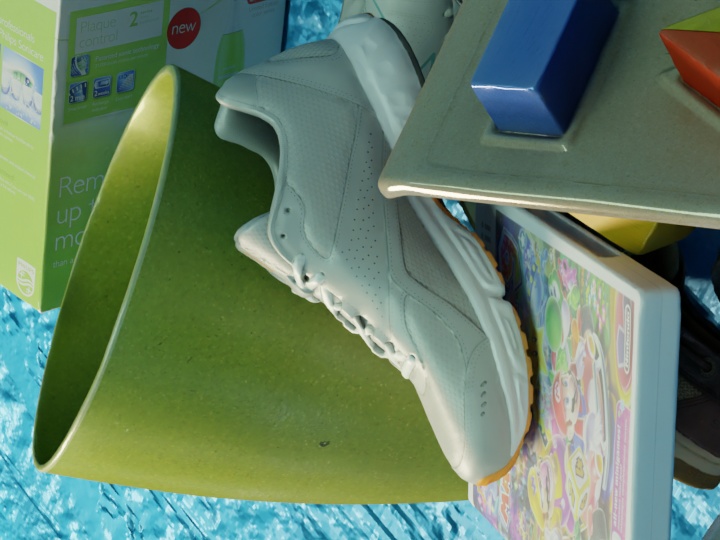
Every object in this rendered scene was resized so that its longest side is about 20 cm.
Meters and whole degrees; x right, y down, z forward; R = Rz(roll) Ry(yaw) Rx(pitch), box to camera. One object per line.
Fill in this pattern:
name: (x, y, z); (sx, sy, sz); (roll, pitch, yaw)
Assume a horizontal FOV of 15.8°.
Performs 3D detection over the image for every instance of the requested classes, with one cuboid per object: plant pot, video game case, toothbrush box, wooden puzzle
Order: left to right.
toothbrush box: (-0.119, -0.099, 1.274); (0.086, 0.145, 0.201); (30, 124, 39)
plant pot: (-0.022, 0.028, 1.164); (0.187, 0.199, 0.188); (-162, 90, -77)
video game case: (0.080, 0.054, 1.024); (0.200, 0.018, 0.144); (-138, 46, -71)
wooden puzzle: (0.109, -0.102, 0.881); (0.199, 0.186, 0.046); (4, 149, 38)

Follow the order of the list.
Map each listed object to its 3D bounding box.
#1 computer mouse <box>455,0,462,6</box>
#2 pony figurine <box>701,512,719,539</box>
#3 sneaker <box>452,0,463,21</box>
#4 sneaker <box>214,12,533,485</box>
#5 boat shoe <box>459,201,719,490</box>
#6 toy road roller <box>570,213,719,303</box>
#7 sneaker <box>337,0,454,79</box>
computer mouse: (0.019, -0.121, 1.053); (0.200, 0.034, 0.059); (45, 123, 17)
pony figurine: (0.222, 0.097, 0.982); (0.199, 0.166, 0.194); (21, 91, 43)
sneaker: (0.084, -0.134, 1.088); (0.075, 0.088, 0.201); (-108, 18, -64)
sneaker: (0.000, 0.000, 1.058); (0.076, 0.092, 0.201); (124, 125, -68)
boat shoe: (0.111, 0.004, 1.119); (0.066, 0.072, 0.201); (-47, 53, 19)
toy road roller: (0.143, -0.081, 0.947); (0.199, 0.123, 0.146); (32, 151, 9)
sneaker: (0.025, -0.106, 1.182); (0.080, 0.070, 0.201); (34, 128, 6)
